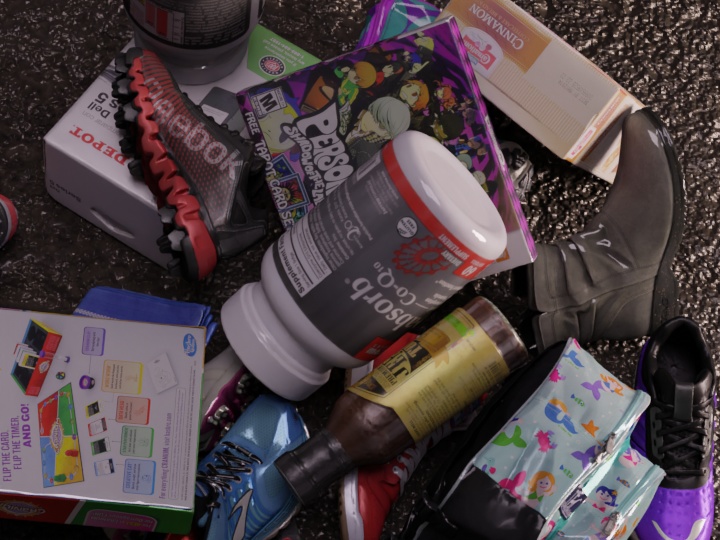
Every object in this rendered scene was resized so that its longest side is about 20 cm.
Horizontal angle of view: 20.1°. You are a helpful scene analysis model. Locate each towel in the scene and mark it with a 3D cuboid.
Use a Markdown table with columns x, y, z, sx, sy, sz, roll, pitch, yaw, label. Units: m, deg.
| x | y | z | sx | sy | sz | roll | pitch | yaw | label |
| --- | --- | --- | --- | --- | --- | --- | --- | --- | --- |
| -0.212 | 0.093 | 1.539 | 0.145 | 0.024 | 0.200 | 11 | 53 | 39 | towel |

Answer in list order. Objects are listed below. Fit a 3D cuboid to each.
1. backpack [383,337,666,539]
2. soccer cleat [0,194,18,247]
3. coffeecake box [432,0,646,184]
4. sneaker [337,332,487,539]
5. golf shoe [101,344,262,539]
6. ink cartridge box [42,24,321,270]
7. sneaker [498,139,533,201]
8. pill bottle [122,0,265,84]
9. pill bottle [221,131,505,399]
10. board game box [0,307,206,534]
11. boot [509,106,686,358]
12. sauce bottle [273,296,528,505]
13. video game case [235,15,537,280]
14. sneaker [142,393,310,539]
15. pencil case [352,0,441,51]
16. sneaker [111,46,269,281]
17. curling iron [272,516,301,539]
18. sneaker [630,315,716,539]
| x | y | z | sx | sy | sz | roll | pitch | yaw | label |
| --- | --- | --- | --- | --- | --- | --- | --- | --- | --- |
| 0.133 | 0.155 | 1.492 | 0.151 | 0.178 | 0.200 | 32 | 53 | 3 | backpack |
| -0.368 | -0.019 | 1.610 | 0.200 | 0.073 | 0.068 | -15 | 93 | 4 | soccer cleat |
| 0.151 | -0.152 | 1.651 | 0.154 | 0.200 | 0.073 | 41 | 99 | 16 | coffeecake box |
| 0.040 | 0.132 | 1.555 | 0.112 | 0.071 | 0.200 | 4 | 58 | 0 | sneaker |
| -0.150 | 0.113 | 1.547 | 0.092 | 0.075 | 0.200 | 31 | 61 | 16 | golf shoe |
| -0.145 | -0.118 | 1.668 | 0.145 | 0.084 | 0.200 | 31 | 62 | 11 | ink cartridge box |
| 0.051 | -0.042 | 1.664 | 0.200 | 0.078 | 0.080 | -35 | 33 | -14 | sneaker |
| -0.128 | -0.238 | 1.574 | 0.116 | 0.200 | 0.116 | 3 | 60 | -5 | pill bottle |
| 0.000 | 0.000 | 1.507 | 0.200 | 0.116 | 0.116 | -41 | 66 | 18 | pill bottle |
| -0.214 | 0.104 | 1.446 | 0.200 | 0.040 | 0.153 | 7 | 57 | -7 | board game box |
| 0.184 | -0.023 | 1.600 | 0.131 | 0.200 | 0.068 | -9 | 23 | -15 | boot |
| 0.028 | 0.098 | 1.486 | 0.200 | 0.065 | 0.065 | -36 | 69 | -9 | sauce bottle |
| 0.020 | -0.074 | 1.573 | 0.181 | 0.036 | 0.200 | -17 | 98 | 14 | video game case |
| -0.102 | 0.171 | 1.493 | 0.078 | 0.090 | 0.200 | 17 | 61 | 26 | sneaker |
| 0.008 | -0.139 | 1.687 | 0.085 | 0.092 | 0.200 | -6 | 43 | 40 | pencil case |
| -0.129 | -0.090 | 1.567 | 0.098 | 0.071 | 0.200 | -18 | 68 | -15 | sneaker |
| -0.062 | 0.215 | 1.522 | 0.050 | 0.026 | 0.200 | -3 | 61 | -10 | curling iron |
| 0.241 | 0.124 | 1.562 | 0.070 | 0.100 | 0.200 | 4 | 60 | -2 | sneaker |
